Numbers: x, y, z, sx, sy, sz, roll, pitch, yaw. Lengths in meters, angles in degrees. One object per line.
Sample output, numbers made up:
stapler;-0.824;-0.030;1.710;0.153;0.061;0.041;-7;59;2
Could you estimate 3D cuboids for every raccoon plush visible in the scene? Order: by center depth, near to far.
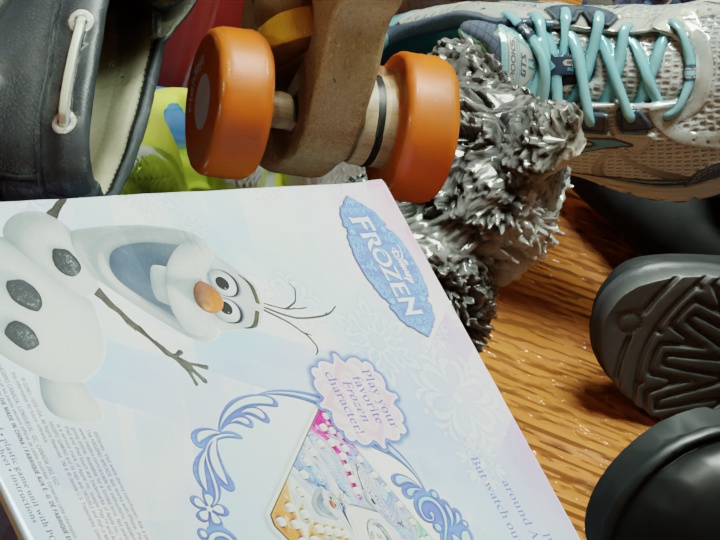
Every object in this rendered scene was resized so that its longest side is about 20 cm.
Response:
raccoon plush;0.000;0.000;0.921;0.096;0.135;0.200;31;25;20

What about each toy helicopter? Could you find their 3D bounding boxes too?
toy helicopter;-0.006;-0.128;0.890;0.078;0.201;0.132;6;27;-17

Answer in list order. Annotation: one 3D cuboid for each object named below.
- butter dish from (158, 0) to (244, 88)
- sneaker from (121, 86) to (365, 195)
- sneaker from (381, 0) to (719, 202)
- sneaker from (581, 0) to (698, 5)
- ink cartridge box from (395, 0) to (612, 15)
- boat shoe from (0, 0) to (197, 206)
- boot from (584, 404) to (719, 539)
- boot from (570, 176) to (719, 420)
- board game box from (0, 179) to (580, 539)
butter dish;-0.105;-0.135;1.068;0.199;0.200;0.148;29;36;9
sneaker;-0.063;-0.044;1.041;0.105;0.076;0.199;30;18;35
sneaker;0.078;-0.068;1.079;0.199;0.078;0.086;-2;-6;25
sneaker;0.164;-0.074;1.176;0.085;0.077;0.200;8;28;-38
ink cartridge box;0.015;-0.142;1.159;0.199;0.161;0.047;12;54;19
boat shoe;-0.075;-0.092;0.863;0.060;0.076;0.201;4;56;20
boot;0.167;0.131;0.807;0.198;0.073;0.163;35;11;-39
boot;0.128;-0.013;1.149;0.164;0.066;0.200;16;26;-30
board game box;-0.027;0.069;0.777;0.198;0.043;0.201;-5;59;-45
